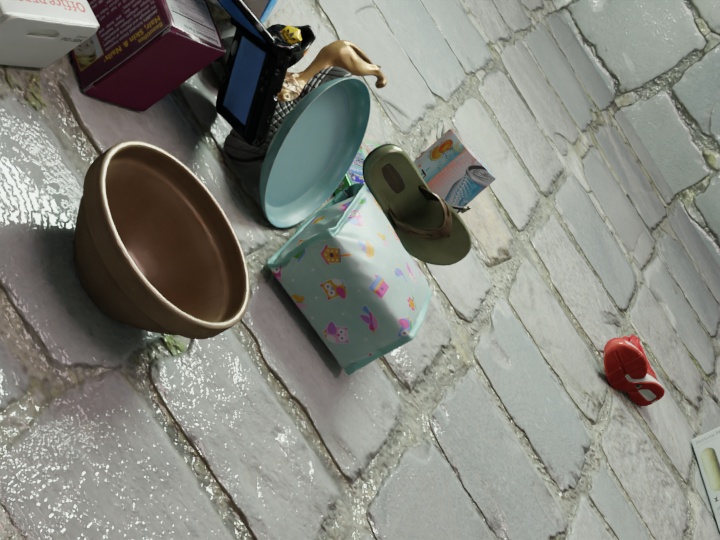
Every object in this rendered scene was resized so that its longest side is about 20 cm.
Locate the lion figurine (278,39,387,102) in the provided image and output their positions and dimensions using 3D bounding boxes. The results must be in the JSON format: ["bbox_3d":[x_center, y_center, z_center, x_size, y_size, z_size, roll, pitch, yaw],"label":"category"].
[{"bbox_3d":[-0.053,-0.244,1.800,0.200,0.072,0.123,-53,127,-28],"label":"lion figurine"}]

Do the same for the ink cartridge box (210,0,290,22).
[{"bbox_3d":[-0.142,-0.399,1.834,0.116,0.068,0.200,33,27,0],"label":"ink cartridge box"}]

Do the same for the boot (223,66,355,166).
[{"bbox_3d":[-0.078,-0.151,1.695,0.070,0.200,0.132,43,-29,28],"label":"boot"}]

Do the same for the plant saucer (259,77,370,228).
[{"bbox_3d":[-0.058,-0.143,1.634,0.027,0.200,0.200,32,17,20],"label":"plant saucer"}]

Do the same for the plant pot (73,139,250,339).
[{"bbox_3d":[-0.202,-0.014,1.293,0.201,0.093,0.201,45,27,-31],"label":"plant pot"}]

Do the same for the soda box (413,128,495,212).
[{"bbox_3d":[0.071,-0.084,1.763,0.068,0.200,0.064,41,13,-34],"label":"soda box"}]

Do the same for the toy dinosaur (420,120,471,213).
[{"bbox_3d":[0.124,-0.135,2.110,0.102,0.077,0.200,40,33,-12],"label":"toy dinosaur"}]

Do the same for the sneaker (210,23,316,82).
[{"bbox_3d":[-0.122,-0.283,1.756,0.070,0.090,0.200,58,24,-2],"label":"sneaker"}]

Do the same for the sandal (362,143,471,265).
[{"bbox_3d":[0.071,-0.070,1.688,0.201,0.080,0.057,47,-3,-37],"label":"sandal"}]

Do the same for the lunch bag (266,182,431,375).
[{"bbox_3d":[0.000,0.000,1.632,0.170,0.122,0.200,54,26,-11],"label":"lunch bag"}]

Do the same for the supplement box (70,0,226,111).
[{"bbox_3d":[-0.248,-0.294,1.478,0.103,0.131,0.200,13,52,-59],"label":"supplement box"}]

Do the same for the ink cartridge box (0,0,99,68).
[{"bbox_3d":[-0.360,-0.300,1.325,0.200,0.083,0.147,63,25,9],"label":"ink cartridge box"}]

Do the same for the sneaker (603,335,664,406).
[{"bbox_3d":[0.460,0.151,2.429,0.200,0.078,0.116,52,14,-46],"label":"sneaker"}]

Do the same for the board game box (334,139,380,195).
[{"bbox_3d":[0.016,-0.121,1.914,0.200,0.029,0.135,11,51,-59],"label":"board game box"}]

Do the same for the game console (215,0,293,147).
[{"bbox_3d":[-0.159,-0.252,1.550,0.116,0.176,0.200,12,15,-22],"label":"game console"}]

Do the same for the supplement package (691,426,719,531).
[{"bbox_3d":[0.736,0.394,2.562,0.151,0.152,0.200,37,32,-39],"label":"supplement package"}]
